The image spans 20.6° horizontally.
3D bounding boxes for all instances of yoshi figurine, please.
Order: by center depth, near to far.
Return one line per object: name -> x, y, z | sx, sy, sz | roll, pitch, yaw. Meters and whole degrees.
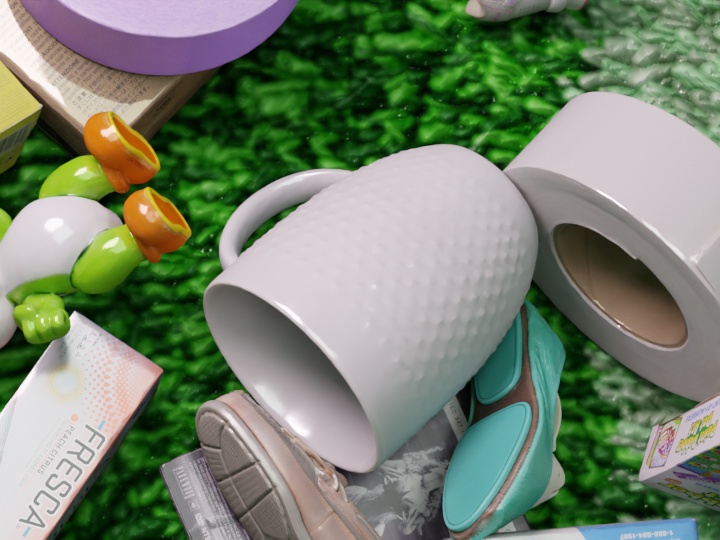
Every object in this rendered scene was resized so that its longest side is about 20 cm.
yoshi figurine -> -0.209, -0.008, 1.160 | 0.200, 0.112, 0.112 | -32, 112, 11

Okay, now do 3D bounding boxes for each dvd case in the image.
dvd case -> -0.005, 0.151, 1.231 | 0.200, 0.016, 0.149 | -22, 80, -14

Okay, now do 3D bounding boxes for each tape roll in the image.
tape roll -> -0.121, -0.223, 1.205 | 0.200, 0.066, 0.201 | 2, 76, -9
tape roll -> 0.178, -0.012, 1.207 | 0.202, 0.202, 0.071 | 44, 73, 3

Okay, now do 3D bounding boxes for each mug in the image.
mug -> 0.000, 0.000, 1.210 | 0.200, 0.148, 0.175 | 30, 60, 36

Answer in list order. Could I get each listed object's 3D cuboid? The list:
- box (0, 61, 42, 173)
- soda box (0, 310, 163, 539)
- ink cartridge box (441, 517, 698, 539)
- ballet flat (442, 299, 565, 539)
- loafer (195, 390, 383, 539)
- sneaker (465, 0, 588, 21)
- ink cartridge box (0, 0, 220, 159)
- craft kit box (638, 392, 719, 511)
box -> -0.282, -0.143, 1.199 | 0.200, 0.075, 0.050 | 48, 53, 7
soda box -> -0.200, 0.125, 1.180 | 0.068, 0.064, 0.200 | 34, 72, 0
ink cartridge box -> 0.132, 0.254, 1.182 | 0.145, 0.084, 0.200 | -3, 82, -10
ballet flat -> 0.097, 0.099, 1.200 | 0.070, 0.067, 0.200 | 42, 35, -25
loafer -> -0.024, 0.153, 1.190 | 0.063, 0.072, 0.200 | -32, 89, -32
sneaker -> 0.076, -0.253, 1.315 | 0.088, 0.081, 0.200 | -23, 80, -16
ink cartridge box -> -0.155, -0.183, 1.261 | 0.165, 0.075, 0.200 | 42, 74, 4
craft kit box -> 0.291, 0.128, 1.193 | 0.200, 0.198, 0.049 | 20, 76, -3
